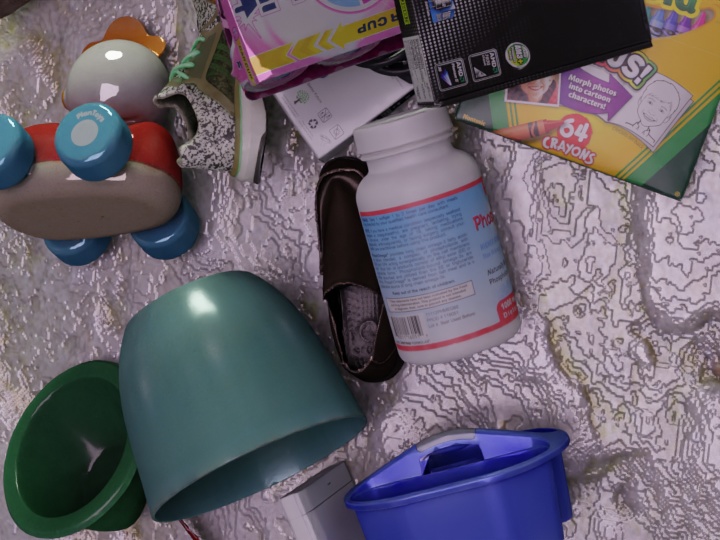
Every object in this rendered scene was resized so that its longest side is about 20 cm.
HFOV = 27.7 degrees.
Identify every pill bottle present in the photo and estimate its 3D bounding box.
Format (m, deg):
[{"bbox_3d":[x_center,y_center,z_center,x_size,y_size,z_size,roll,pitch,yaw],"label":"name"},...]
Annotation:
[{"bbox_3d":[0.059,-0.031,1.219,0.108,0.109,0.202,-13,100,16],"label":"pill bottle"}]

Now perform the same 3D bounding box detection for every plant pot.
[{"bbox_3d":[-0.117,0.099,1.252,0.199,0.200,0.162,-30,75,15],"label":"plant pot"}]

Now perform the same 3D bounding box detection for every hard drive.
[{"bbox_3d":[-0.002,0.273,1.258,0.026,0.132,0.202,-23,87,16],"label":"hard drive"}]

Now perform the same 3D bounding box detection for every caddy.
[{"bbox_3d":[0.085,0.185,1.225,0.198,0.141,0.106,-16,95,16],"label":"caddy"}]

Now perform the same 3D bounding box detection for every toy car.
[{"bbox_3d":[-0.236,-0.134,1.303,0.175,0.185,0.202,-4,64,17],"label":"toy car"}]

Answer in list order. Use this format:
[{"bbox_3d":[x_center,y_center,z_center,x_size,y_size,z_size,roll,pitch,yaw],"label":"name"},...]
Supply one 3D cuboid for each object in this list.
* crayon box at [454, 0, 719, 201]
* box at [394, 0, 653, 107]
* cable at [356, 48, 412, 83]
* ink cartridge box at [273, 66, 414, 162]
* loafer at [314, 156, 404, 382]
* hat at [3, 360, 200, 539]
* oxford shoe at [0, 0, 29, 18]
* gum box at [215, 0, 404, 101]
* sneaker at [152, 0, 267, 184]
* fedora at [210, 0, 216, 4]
[{"bbox_3d":[0.198,-0.174,1.195,0.198,0.058,0.174,20,100,4],"label":"crayon box"},{"bbox_3d":[0.112,-0.242,1.100,0.191,0.047,0.202,-16,100,-15],"label":"box"},{"bbox_3d":[0.037,-0.264,1.220,0.162,0.051,0.202,22,97,13],"label":"cable"},{"bbox_3d":[0.017,-0.192,1.261,0.199,0.039,0.100,-36,84,7],"label":"ink cartridge box"},{"bbox_3d":[0.000,0.000,1.270,0.072,0.071,0.202,-11,91,16],"label":"loafer"},{"bbox_3d":[-0.218,0.210,1.376,0.164,0.176,0.201,-26,49,18],"label":"hat"},{"bbox_3d":[-0.266,-0.279,1.329,0.199,0.071,0.073,-32,90,15],"label":"oxford shoe"},{"bbox_3d":[-0.020,-0.221,1.141,0.198,0.066,0.115,-20,87,-9],"label":"gum box"},{"bbox_3d":[-0.136,-0.166,1.256,0.088,0.077,0.202,-3,58,-19],"label":"sneaker"},{"bbox_3d":[-0.102,-0.286,1.237,0.200,0.201,0.082,-34,113,15],"label":"fedora"}]
